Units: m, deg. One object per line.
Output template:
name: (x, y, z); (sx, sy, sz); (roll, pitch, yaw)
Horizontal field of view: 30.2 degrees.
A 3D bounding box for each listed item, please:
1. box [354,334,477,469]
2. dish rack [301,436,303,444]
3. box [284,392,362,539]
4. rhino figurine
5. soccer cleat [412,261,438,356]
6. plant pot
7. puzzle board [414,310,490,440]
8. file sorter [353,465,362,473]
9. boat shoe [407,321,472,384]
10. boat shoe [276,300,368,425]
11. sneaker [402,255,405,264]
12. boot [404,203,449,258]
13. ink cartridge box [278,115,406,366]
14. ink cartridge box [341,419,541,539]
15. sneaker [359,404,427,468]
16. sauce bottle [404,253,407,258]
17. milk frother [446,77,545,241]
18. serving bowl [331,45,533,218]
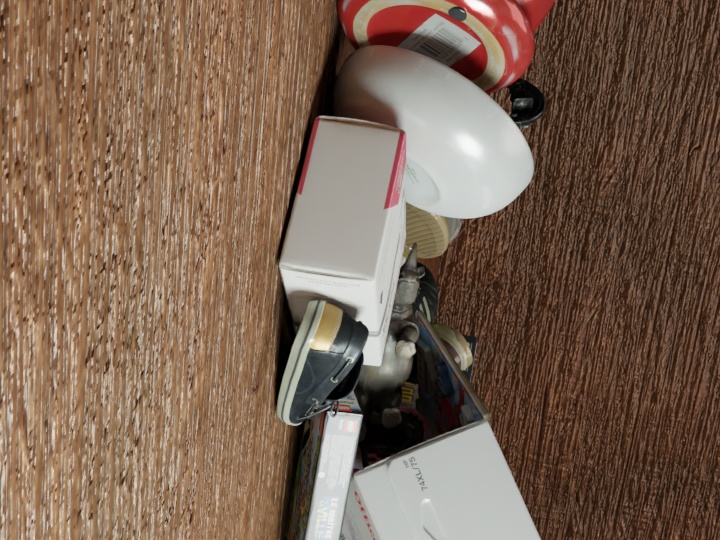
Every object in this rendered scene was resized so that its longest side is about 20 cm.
box: (0.052, 0.156, 1.632); (0.048, 0.158, 0.200); (95, 7, -48)
dish rack: (-0.024, 0.120, 1.426); (0.200, 0.043, 0.172); (-56, 154, -76)
box: (-0.038, 0.207, 1.281); (0.110, 0.035, 0.200); (-117, -144, -72)
rhino figurine: (0.028, 0.065, 1.310); (0.087, 0.060, 0.200); (-82, -175, -70)
soccer cleat: (0.046, 0.042, 1.458); (0.200, 0.067, 0.081); (-69, 164, -50)
plant pot: (0.081, -0.269, 1.177); (0.200, 0.200, 0.183); (87, 22, -62)
puzzle board: (0.092, 0.159, 1.409); (0.200, 0.017, 0.151); (87, -23, -48)
file sorter: (0.029, 0.259, 1.670); (0.200, 0.139, 0.126); (-73, 173, -52)
boat shoe: (0.041, 0.093, 1.537); (0.065, 0.200, 0.072); (-31, 113, -34)
boat shoe: (-0.032, 0.089, 1.152); (0.200, 0.062, 0.075); (109, -1, -62)
sneaker: (0.000, 0.000, 1.413); (0.081, 0.075, 0.200); (-62, 176, 3)
boot: (0.051, -0.127, 1.427); (0.200, 0.072, 0.166); (56, 33, -46)
ink cartridge box: (-0.010, -0.020, 1.170); (0.200, 0.083, 0.147); (84, 16, -66)
ink cartridge box: (0.064, 0.255, 1.318); (0.147, 0.146, 0.200); (66, -18, 11)
sneaker: (0.031, 0.219, 1.471); (0.200, 0.079, 0.095); (80, 19, -53)
sauce bottle: (0.026, -0.020, 1.588); (0.200, 0.066, 0.066); (89, 11, -65)
milk frother: (0.114, -0.135, 1.613); (0.188, 0.200, 0.181); (86, 10, -65)
serving bowl: (0.052, -0.109, 1.195); (0.066, 0.200, 0.200); (-55, 165, -19)
